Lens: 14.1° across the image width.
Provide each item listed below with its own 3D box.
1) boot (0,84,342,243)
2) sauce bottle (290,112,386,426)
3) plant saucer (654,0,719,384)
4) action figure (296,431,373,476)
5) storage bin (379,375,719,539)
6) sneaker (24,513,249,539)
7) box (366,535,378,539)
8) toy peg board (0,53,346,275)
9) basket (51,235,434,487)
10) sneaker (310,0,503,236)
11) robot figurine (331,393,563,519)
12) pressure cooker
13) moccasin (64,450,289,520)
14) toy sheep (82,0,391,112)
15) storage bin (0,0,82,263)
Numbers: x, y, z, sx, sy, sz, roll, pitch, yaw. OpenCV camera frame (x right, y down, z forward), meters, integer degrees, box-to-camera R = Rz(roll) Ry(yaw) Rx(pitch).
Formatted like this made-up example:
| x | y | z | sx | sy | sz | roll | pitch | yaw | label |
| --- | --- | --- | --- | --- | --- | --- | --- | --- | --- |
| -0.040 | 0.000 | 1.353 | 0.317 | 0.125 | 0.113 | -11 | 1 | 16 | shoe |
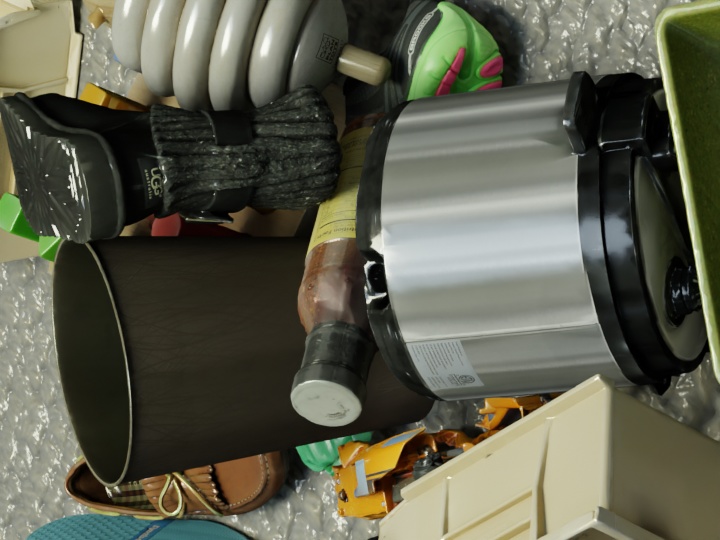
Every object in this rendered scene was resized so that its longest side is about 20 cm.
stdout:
| x | y | z | sx | sy | sz | roll | pitch | yaw | label |
| --- | --- | --- | --- | --- | --- | --- | --- | --- | --- |
| -0.113 | -0.067 | 1.683 | 0.211 | 0.158 | 0.079 | -150 | 49 | -62 | boot |
| 0.000 | 0.000 | 1.649 | 0.066 | 0.066 | 0.200 | -36 | 31 | 44 | sauce bottle |
| 0.266 | -0.054 | 1.485 | 0.200 | 0.048 | 0.200 | -10 | 90 | 19 | plant saucer |
| -0.029 | 0.052 | 1.856 | 0.118 | 0.055 | 0.200 | -32 | 69 | 44 | action figure |
| 0.139 | 0.168 | 1.574 | 0.199 | 0.200 | 0.094 | -35 | 39 | 43 | storage bin |
| -0.137 | 0.241 | 1.999 | 0.200 | 0.080 | 0.131 | 5 | 113 | 40 | sneaker |
| 0.012 | 0.270 | 1.785 | 0.107 | 0.148 | 0.200 | -10 | 90 | 48 | box |
| -0.126 | -0.060 | 1.851 | 0.200 | 0.098 | 0.199 | 30 | 96 | 43 | toy peg board |
| -0.064 | 0.043 | 1.717 | 0.180 | 0.200 | 0.136 | -127 | 37 | -55 | basket |
| 0.024 | -0.081 | 1.775 | 0.200 | 0.077 | 0.084 | -60 | 40 | 30 | sneaker |
| 0.076 | 0.107 | 1.698 | 0.200 | 0.145 | 0.058 | -21 | 77 | 53 | robot figurine |
| 0.116 | -0.017 | 1.588 | 0.200 | 0.176 | 0.179 | -6 | 88 | 23 | pressure cooker |
| -0.125 | 0.132 | 1.955 | 0.201 | 0.078 | 0.074 | -3 | 95 | 47 | moccasin |
| -0.075 | -0.150 | 1.735 | 0.200 | 0.138 | 0.138 | 15 | 111 | 11 | toy sheep |
| -0.302 | -0.123 | 2.085 | 0.200 | 0.094 | 0.199 | 26 | 116 | 42 | storage bin |
